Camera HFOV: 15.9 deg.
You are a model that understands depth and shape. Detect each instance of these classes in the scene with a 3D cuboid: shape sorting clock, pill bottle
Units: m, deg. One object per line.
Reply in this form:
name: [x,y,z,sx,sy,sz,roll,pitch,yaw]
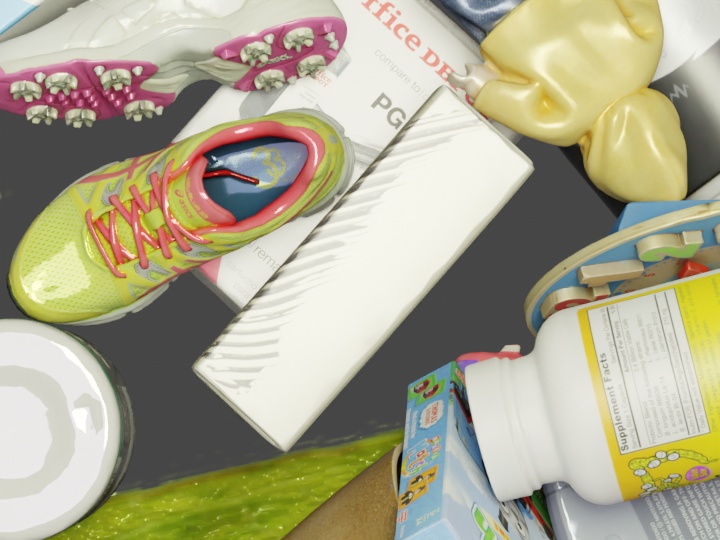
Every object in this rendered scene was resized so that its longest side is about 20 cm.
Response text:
shape sorting clock: [0.186,0.007,1.390,0.198,0.200,0.040,-6,68,-2]
pill bottle: [0.158,0.060,1.325,0.198,0.104,0.105,-15,87,7]
pill bottle: [-0.177,0.085,1.369,0.112,0.200,0.114,0,87,-3]

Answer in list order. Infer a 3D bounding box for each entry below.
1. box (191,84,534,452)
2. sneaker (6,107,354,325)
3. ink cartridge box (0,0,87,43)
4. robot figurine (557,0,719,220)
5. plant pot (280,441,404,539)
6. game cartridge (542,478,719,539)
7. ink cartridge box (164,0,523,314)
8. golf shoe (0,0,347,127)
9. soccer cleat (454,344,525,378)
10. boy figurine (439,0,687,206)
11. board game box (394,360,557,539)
box: [0.000,0.000,1.358,0.068,0.082,0.200,41,85,-2]
sneaker: [-0.098,-0.034,1.351,0.199,0.090,0.079,-28,90,0]
ink cartridge box: [-0.237,-0.213,1.420,0.128,0.125,0.200,-37,89,-3]
robot figurine: [0.191,-0.103,1.434,0.150,0.125,0.201,-37,89,20]
plant pot: [-0.015,0.223,1.391,0.199,0.186,0.187,-31,88,12]
game cartridge: [0.179,0.149,1.392,0.133,0.040,0.201,-23,83,-15]
ink cartridge box: [-0.015,-0.063,1.442,0.146,0.085,0.200,41,84,0]
golf shoe: [-0.110,-0.135,1.382,0.198,0.075,0.092,-11,69,-4]
soccer cleat: [0.140,0.104,1.446,0.199,0.067,0.077,22,75,-5]
boy figurine: [0.109,-0.119,1.351,0.124,0.064,0.200,-43,93,-13]
board game box: [0.073,0.152,1.357,0.036,0.200,0.152,-29,106,14]
